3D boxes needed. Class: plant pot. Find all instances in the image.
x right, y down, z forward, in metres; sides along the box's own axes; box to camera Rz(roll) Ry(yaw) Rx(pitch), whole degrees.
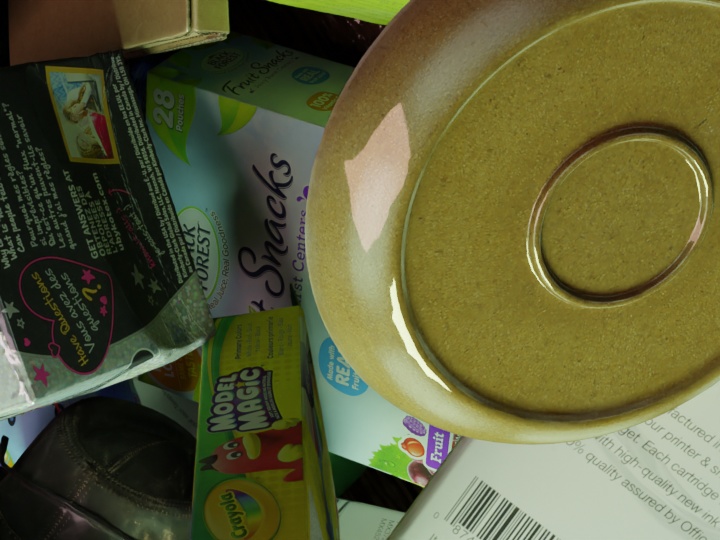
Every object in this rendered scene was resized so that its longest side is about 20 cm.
[{"bbox_3d":[0.081,-0.021,0.581,0.027,0.200,0.200,-124,23,-55],"label":"plant pot"}]

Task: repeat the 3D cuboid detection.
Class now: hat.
[{"bbox_3d":[-0.106,0.103,0.783,0.201,0.201,0.081,32,94,22],"label":"hat"}]

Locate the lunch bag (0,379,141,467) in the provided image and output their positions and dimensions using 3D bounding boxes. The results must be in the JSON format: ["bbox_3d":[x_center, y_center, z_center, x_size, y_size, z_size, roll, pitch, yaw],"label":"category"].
[{"bbox_3d":[-0.166,0.050,0.927,0.200,0.094,0.151,-51,54,48],"label":"lunch bag"}]

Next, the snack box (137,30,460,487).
[{"bbox_3d":[0.000,0.000,0.803,0.200,0.068,0.169,19,124,21],"label":"snack box"}]

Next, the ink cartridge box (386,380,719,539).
[{"bbox_3d":[0.111,0.089,0.693,0.146,0.200,0.084,37,-176,7],"label":"ink cartridge box"}]

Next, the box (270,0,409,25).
[{"bbox_3d":[0.048,-0.127,0.655,0.200,0.122,0.048,-1,87,43],"label":"box"}]

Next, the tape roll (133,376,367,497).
[{"bbox_3d":[-0.082,0.052,0.975,0.200,0.048,0.201,24,132,29],"label":"tape roll"}]

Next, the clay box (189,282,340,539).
[{"bbox_3d":[-0.035,0.100,0.714,0.048,0.200,0.115,-9,118,1],"label":"clay box"}]

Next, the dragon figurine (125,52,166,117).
[{"bbox_3d":[-0.115,-0.070,0.852,0.099,0.059,0.200,-166,76,-85],"label":"dragon figurine"}]

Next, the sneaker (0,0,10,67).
[{"bbox_3d":[-0.202,-0.085,0.857,0.091,0.076,0.200,-5,87,46],"label":"sneaker"}]

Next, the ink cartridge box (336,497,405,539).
[{"bbox_3d":[-0.017,0.181,0.922,0.200,0.083,0.145,10,149,27],"label":"ink cartridge box"}]

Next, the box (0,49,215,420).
[{"bbox_3d":[-0.183,0.005,0.742,0.200,0.115,0.132,-18,91,37],"label":"box"}]

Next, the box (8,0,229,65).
[{"bbox_3d":[-0.109,-0.189,0.756,0.163,0.021,0.200,-2,91,54],"label":"box"}]
